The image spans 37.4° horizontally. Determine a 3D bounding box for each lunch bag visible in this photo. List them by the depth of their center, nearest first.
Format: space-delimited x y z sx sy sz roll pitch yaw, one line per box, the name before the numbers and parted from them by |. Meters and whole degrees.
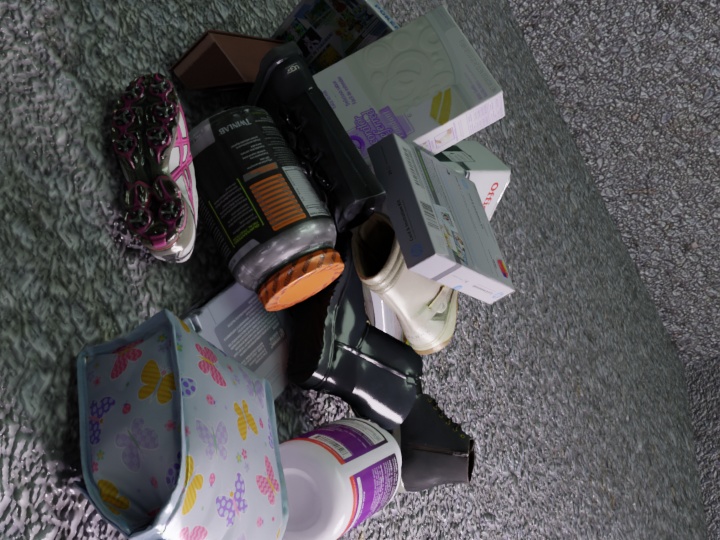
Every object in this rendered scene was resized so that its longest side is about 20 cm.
lunch bag | -0.152 0.164 0.907 0.170 0.127 0.200 43 25 -50

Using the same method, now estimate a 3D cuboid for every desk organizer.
desk organizer | -0.138 -0.235 1.297 0.077 0.072 0.200 53 22 8

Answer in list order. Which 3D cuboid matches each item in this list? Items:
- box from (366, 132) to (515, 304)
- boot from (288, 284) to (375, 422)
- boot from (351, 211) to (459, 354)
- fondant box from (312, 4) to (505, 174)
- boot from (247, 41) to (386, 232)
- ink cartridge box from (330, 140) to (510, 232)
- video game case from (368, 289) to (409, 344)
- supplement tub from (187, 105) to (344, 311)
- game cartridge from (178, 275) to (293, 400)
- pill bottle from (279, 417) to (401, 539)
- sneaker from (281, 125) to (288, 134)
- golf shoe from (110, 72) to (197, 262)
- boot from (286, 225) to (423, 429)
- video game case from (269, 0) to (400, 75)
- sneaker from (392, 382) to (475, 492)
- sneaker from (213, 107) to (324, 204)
box | 0.095 -0.055 1.209 0.200 0.041 0.156 19 47 -55
boot | -0.034 0.086 1.298 0.154 0.073 0.204 23 49 -55
boot | 0.056 -0.023 1.233 0.155 0.072 0.200 49 36 -37
fondant box | 0.048 -0.201 1.252 0.144 0.200 0.058 60 -1 23
boot | -0.049 -0.134 1.193 0.200 0.066 0.165 57 -12 9
ink cartridge box | 0.076 -0.090 1.369 0.200 0.147 0.083 -3 40 -39
video game case | 0.050 0.039 1.476 0.182 0.023 0.200 -54 142 -59
supplement tub | -0.107 -0.065 1.140 0.200 0.123 0.123 60 21 13
game cartridge | -0.126 0.080 1.143 0.133 0.040 0.200 62 24 -8
pill bottle | -0.027 0.222 1.145 0.200 0.112 0.113 -6 77 -66
sneaker | -0.035 -0.176 1.495 0.200 0.078 0.066 28 48 -55
golf shoe | -0.207 -0.103 1.084 0.092 0.073 0.200 66 16 -70
boot | 0.002 0.069 1.232 0.168 0.076 0.200 30 59 -41
video game case | -0.026 -0.266 1.374 0.182 0.200 0.022 46 43 -4
sneaker | 0.099 0.197 1.423 0.075 0.106 0.200 57 30 -60
sneaker | -0.085 -0.152 1.321 0.200 0.112 0.073 44 33 -45
